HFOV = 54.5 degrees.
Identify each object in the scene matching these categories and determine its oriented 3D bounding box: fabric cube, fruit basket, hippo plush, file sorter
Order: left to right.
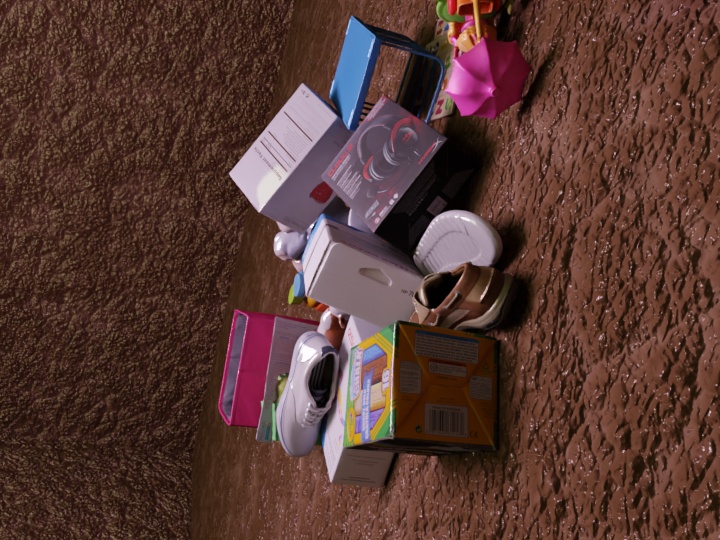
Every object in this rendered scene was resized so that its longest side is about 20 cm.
[{"bbox_3d":[-0.145,0.189,1.318,0.196,0.199,0.201,-179,99,-72],"label":"fabric cube"},{"bbox_3d":[-0.091,0.192,1.178,0.094,0.185,0.201,-12,69,44],"label":"fruit basket"},{"bbox_3d":[-0.044,-0.059,1.282,0.161,0.200,0.160,27,137,48],"label":"hippo plush"},{"bbox_3d":[0.039,-0.305,1.112,0.200,0.122,0.139,-111,34,-61],"label":"file sorter"}]

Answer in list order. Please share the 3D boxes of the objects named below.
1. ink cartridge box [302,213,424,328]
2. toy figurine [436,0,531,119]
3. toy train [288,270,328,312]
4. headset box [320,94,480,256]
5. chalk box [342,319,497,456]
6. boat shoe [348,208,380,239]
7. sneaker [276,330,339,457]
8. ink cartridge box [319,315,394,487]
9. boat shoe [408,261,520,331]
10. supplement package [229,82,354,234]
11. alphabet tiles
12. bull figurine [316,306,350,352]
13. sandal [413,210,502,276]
[{"bbox_3d":[0.000,0.000,0.977,0.086,0.146,0.200,-63,11,12],"label":"ink cartridge box"},{"bbox_3d":[0.137,-0.262,0.820,0.200,0.150,0.185,71,-164,-79],"label":"toy figurine"},{"bbox_3d":[-0.087,0.056,1.344,0.200,0.115,0.085,138,140,-64],"label":"toy train"},{"bbox_3d":[0.043,-0.136,0.940,0.149,0.075,0.200,-51,39,10],"label":"headset box"},{"bbox_3d":[0.056,0.145,0.809,0.200,0.124,0.124,142,135,-64],"label":"chalk box"},{"bbox_3d":[0.024,-0.111,1.151,0.065,0.073,0.200,118,174,-56],"label":"boat shoe"},{"bbox_3d":[-0.076,0.191,1.023,0.071,0.073,0.201,34,121,57],"label":"sneaker"},{"bbox_3d":[0.009,0.185,1.010,0.145,0.084,0.200,-115,39,-63],"label":"ink cartridge box"},{"bbox_3d":[0.099,0.032,0.795,0.200,0.074,0.076,-37,26,62],"label":"boat shoe"},{"bbox_3d":[-0.097,-0.184,1.178,0.200,0.121,0.120,-49,54,11],"label":"supplement package"},{"bbox_3d":[0.127,-0.308,1.047,0.200,0.006,0.167,-160,80,-73],"label":"alphabet tiles"},{"bbox_3d":[-0.031,0.120,1.096,0.065,0.121,0.200,38,109,43],"label":"bull figurine"},{"bbox_3d":[0.116,-0.034,0.838,0.050,0.083,0.203,-39,2,-20],"label":"sandal"}]
